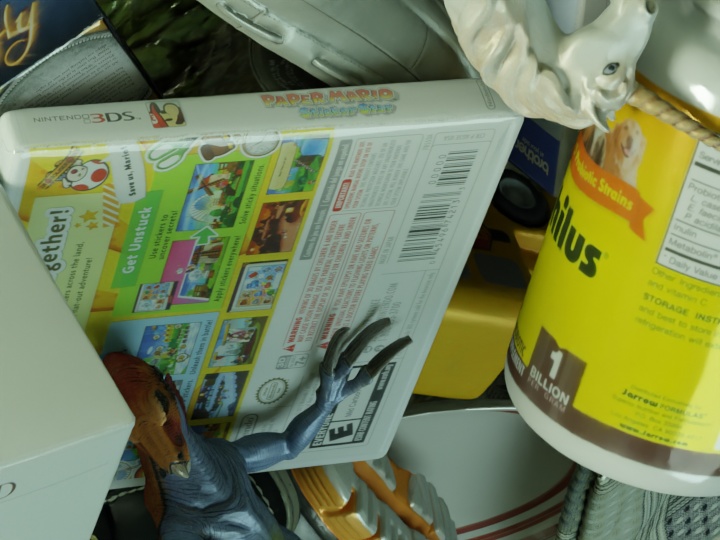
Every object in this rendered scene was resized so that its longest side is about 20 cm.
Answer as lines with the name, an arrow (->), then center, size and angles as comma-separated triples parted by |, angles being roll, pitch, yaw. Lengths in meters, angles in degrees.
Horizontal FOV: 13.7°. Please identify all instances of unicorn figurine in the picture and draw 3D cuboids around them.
unicorn figurine -> 0.039, -0.120, 0.957 | 0.200, 0.074, 0.138 | 8, 95, -36

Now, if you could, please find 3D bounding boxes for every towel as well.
towel -> 0.166, 0.082, 1.359 | 0.192, 0.035, 0.200 | -36, 158, -20

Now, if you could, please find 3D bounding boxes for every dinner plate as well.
dinner plate -> 0.027, 0.096, 1.350 | 0.199, 0.024, 0.200 | -9, 154, -5

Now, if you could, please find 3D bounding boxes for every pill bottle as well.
pill bottle -> 0.127, -0.028, 1.062 | 0.109, 0.109, 0.200 | -9, 125, -43

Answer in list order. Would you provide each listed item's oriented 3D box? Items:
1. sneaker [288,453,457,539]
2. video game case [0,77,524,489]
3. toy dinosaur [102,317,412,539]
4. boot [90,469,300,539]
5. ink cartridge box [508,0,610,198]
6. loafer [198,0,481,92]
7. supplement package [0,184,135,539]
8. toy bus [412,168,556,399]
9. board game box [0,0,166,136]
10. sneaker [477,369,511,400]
sneaker -> -0.007, 0.122, 1.283 | 0.077, 0.078, 0.200 | -19, 140, 14
video game case -> -0.053, 0.010, 1.058 | 0.181, 0.023, 0.200 | -5, 143, -22
toy dinosaur -> -0.055, 0.107, 1.081 | 0.200, 0.105, 0.181 | -35, 118, 24
boot -> -0.129, 0.142, 1.172 | 0.203, 0.074, 0.154 | -24, -167, 29
ink cartridge box -> 0.115, -0.105, 1.106 | 0.119, 0.042, 0.200 | -18, 128, -30
loafer -> -0.006, -0.086, 1.039 | 0.070, 0.070, 0.200 | -35, 148, 9
supplement package -> -0.168, 0.077, 0.982 | 0.117, 0.117, 0.200 | -16, 150, -30
toy bus -> 0.000, 0.000, 1.160 | 0.200, 0.078, 0.065 | 9, 134, -36
board game box -> -0.157, -0.014, 1.017 | 0.200, 0.035, 0.136 | -34, 155, -1
sneaker -> 0.074, 0.019, 1.328 | 0.085, 0.077, 0.200 | 12, 155, -14
